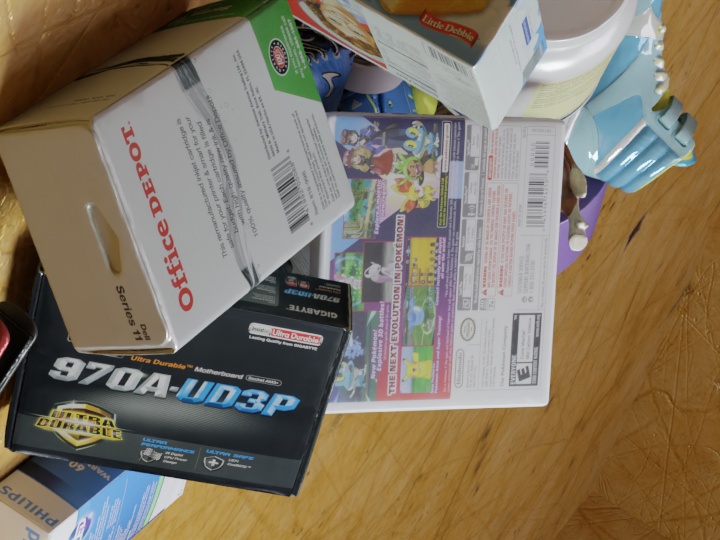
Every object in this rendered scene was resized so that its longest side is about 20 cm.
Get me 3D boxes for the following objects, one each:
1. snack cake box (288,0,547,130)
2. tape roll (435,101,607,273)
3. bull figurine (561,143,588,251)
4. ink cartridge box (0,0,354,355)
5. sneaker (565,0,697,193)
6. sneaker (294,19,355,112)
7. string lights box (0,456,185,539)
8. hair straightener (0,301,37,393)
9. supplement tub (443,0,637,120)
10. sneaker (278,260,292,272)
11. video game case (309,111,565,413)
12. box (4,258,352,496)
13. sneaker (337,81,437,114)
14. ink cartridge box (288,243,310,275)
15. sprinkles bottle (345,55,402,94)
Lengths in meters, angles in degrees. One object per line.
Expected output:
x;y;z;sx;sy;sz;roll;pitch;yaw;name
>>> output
0.011;-0.175;1.249;0.067;0.199;0.115;-57;164;-7;snack cake box
0.106;-0.088;1.705;0.200;0.199;0.085;-50;161;-30;tape roll
0.112;-0.008;1.565;0.121;0.065;0.201;-129;-124;-66;bull figurine
-0.105;-0.059;1.211;0.200;0.083;0.148;-40;118;-48;ink cartridge box
0.229;-0.155;1.632;0.201;0.130;0.080;-62;-175;7;sneaker
-0.052;-0.136;1.389;0.200;0.078;0.090;31;83;-83;sneaker
-0.195;0.162;1.498;0.200;0.059;0.103;-39;154;-51;string lights box
-0.249;0.107;1.263;0.201;0.041;0.077;-64;164;15;hair straightener
0.121;-0.191;1.487;0.145;0.144;0.200;-55;176;-13;supplement tub
-0.097;0.005;1.472;0.111;0.077;0.200;-44;163;-27;sneaker
0.051;-0.005;1.401;0.023;0.181;0.202;-160;-108;-65;video game case
-0.118;0.062;1.317;0.046;0.198;0.160;-91;-165;-49;box
0.020;-0.088;1.550;0.075;0.201;0.105;-25;161;30;sneaker
0.000;0.000;1.519;0.082;0.146;0.200;-30;174;-15;ink cartridge box
0.020;-0.219;1.441;0.068;0.068;0.201;-44;158;-43;sprinkles bottle
